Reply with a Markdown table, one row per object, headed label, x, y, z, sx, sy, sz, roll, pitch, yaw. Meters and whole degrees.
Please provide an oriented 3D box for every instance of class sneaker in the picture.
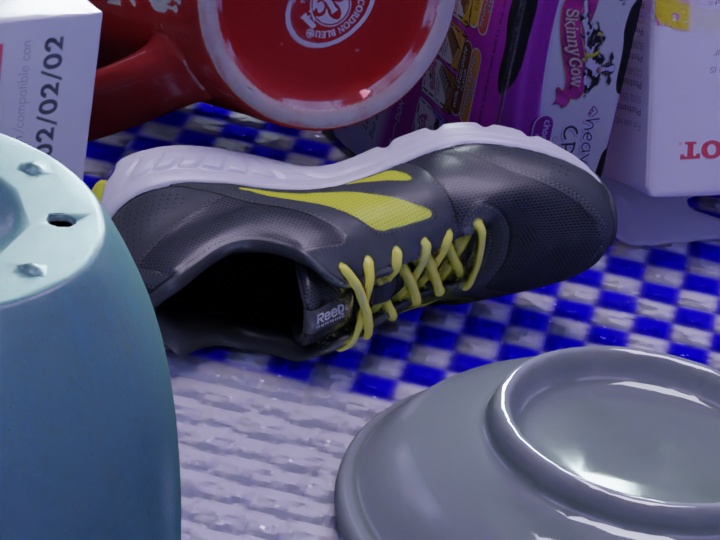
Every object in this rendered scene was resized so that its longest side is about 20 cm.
| label | x | y | z | sx | sy | sz | roll | pitch | yaw |
| --- | --- | --- | --- | --- | --- | --- | --- | --- | --- |
| sneaker | 0.000 | 0.000 | 1.083 | 0.200 | 0.075 | 0.085 | -5 | 35 | -8 |

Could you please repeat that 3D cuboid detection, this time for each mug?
| label | x | y | z | sx | sy | sz | roll | pitch | yaw |
| --- | --- | --- | --- | --- | --- | --- | --- | --- | --- |
| mug | -0.062 | -0.105 | 1.167 | 0.133 | 0.178 | 0.200 | 23 | 1 | -30 |

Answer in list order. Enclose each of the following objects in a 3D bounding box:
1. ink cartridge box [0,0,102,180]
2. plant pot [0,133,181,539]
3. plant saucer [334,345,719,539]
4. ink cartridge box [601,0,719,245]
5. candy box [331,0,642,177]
| label | x | y | z | sx | sy | sz | roll | pitch | yaw |
| --- | --- | --- | --- | --- | --- | --- | --- | --- | --- |
| ink cartridge box | -0.156 | -0.065 | 1.093 | 0.068 | 0.115 | 0.200 | -9 | 33 | -31 |
| plant pot | -0.142 | 0.051 | 0.825 | 0.200 | 0.161 | 0.201 | 7 | 27 | -4 |
| plant saucer | 0.093 | 0.072 | 0.983 | 0.200 | 0.050 | 0.200 | 8 | 28 | -4 |
| ink cartridge box | 0.149 | -0.115 | 1.223 | 0.128 | 0.200 | 0.125 | -2 | 12 | -22 |
| candy box | 0.034 | -0.107 | 1.215 | 0.061 | 0.137 | 0.200 | -5 | 31 | -29 |
